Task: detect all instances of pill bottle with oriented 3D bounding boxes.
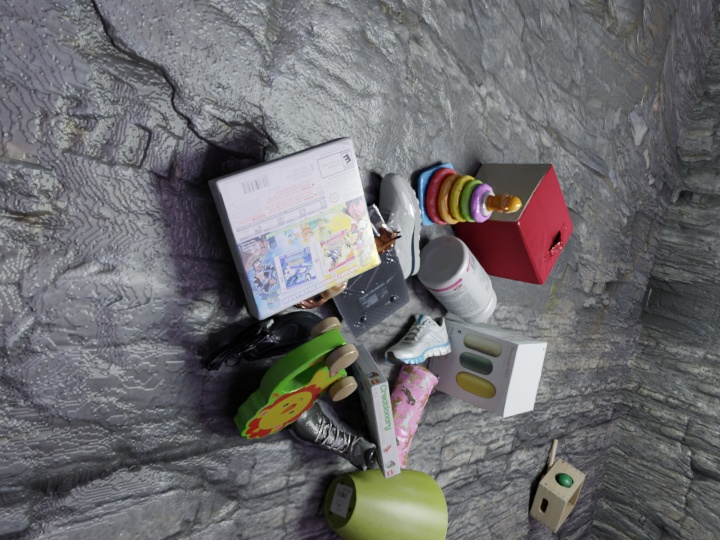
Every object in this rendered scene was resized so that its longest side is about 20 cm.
[{"bbox_3d":[0.204,0.026,1.116,0.200,0.112,0.115,43,70,-45],"label":"pill bottle"}]

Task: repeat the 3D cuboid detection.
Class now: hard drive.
[{"bbox_3d":[0.000,0.000,0.903,0.133,0.042,0.203,-32,122,-15],"label":"hard drive"}]

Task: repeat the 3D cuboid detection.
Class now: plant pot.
[{"bbox_3d":[0.032,0.456,1.024,0.198,0.186,0.191,30,79,-32],"label":"plant pot"}]

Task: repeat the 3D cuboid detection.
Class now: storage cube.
[{"bbox_3d":[0.325,-0.105,1.155,0.172,0.198,0.181,-53,128,-22],"label":"storage cube"}]

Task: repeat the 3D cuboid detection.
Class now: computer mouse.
[{"bbox_3d":[-0.120,0.090,0.787,0.198,0.137,0.054,-1,66,-53],"label":"computer mouse"}]

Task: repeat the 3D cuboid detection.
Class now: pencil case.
[{"bbox_3d":[0.089,0.291,1.092,0.085,0.083,0.204,25,80,-5],"label":"pencil case"}]

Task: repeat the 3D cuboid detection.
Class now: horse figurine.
[{"bbox_3d":[-0.046,-0.015,0.818,0.131,0.050,0.202,33,97,-26],"label":"horse figurine"}]

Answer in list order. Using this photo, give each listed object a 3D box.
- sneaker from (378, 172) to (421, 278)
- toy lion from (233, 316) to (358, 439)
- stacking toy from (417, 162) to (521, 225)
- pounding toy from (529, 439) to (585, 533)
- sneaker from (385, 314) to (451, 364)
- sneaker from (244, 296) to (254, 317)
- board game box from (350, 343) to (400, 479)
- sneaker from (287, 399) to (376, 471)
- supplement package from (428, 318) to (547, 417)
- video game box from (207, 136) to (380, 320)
[{"bbox_3d":[0.057,-0.069,0.958,0.079,0.076,0.204,-24,117,-31],"label":"sneaker"},{"bbox_3d":[-0.098,0.174,0.792,0.189,0.069,0.201,-28,153,-17],"label":"toy lion"},{"bbox_3d":[0.210,-0.131,1.010,0.115,0.197,0.112,-28,121,-40],"label":"stacking toy"},{"bbox_3d":[0.670,0.735,1.858,0.182,0.141,0.204,-24,129,-41],"label":"pounding toy"},{"bbox_3d":[0.113,0.136,1.090,0.198,0.074,0.089,-9,98,-52],"label":"sneaker"},{"bbox_3d":[-0.141,-0.041,0.752,0.089,0.067,0.204,21,89,-36],"label":"sneaker"},{"bbox_3d":[0.024,0.252,0.972,0.034,0.126,0.204,-15,116,-13],"label":"board game box"},{"bbox_3d":[-0.032,0.285,0.924,0.200,0.114,0.076,43,70,-46],"label":"sneaker"},{"bbox_3d":[0.273,0.204,1.180,0.149,0.197,0.156,7,96,-48],"label":"supplement package"},{"bbox_3d":[-0.079,-0.060,0.719,0.197,0.047,0.186,-24,109,-26],"label":"video game box"}]
